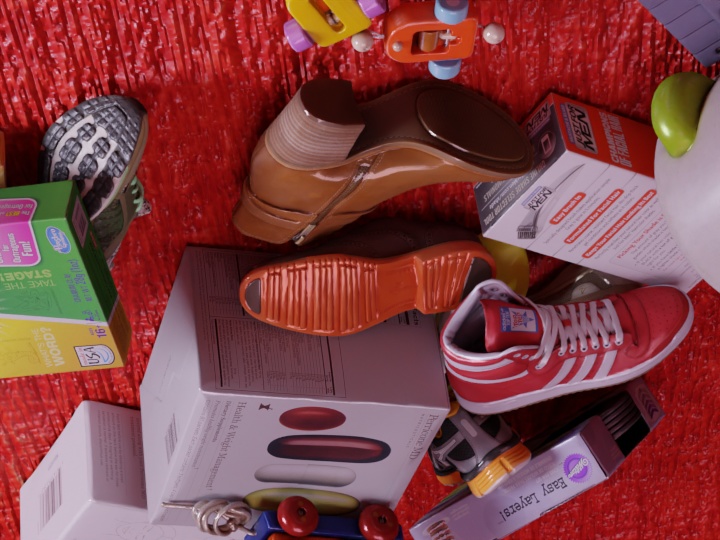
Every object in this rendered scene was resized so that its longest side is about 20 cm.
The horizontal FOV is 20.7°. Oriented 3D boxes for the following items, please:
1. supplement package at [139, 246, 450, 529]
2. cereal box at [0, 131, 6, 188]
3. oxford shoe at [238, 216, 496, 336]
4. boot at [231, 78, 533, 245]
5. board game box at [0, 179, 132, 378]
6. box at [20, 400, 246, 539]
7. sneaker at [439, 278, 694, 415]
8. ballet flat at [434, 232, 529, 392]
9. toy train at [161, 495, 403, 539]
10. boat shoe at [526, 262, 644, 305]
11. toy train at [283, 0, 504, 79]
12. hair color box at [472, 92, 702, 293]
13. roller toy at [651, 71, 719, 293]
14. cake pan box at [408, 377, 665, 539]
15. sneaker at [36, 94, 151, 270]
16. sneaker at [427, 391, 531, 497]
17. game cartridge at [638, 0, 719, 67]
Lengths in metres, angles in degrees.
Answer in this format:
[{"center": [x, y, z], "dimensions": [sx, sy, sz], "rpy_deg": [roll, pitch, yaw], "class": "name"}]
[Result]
[{"center": [-0.059, 0.101, 1.587], "dimensions": [0.200, 0.147, 0.191], "rpy_deg": [5, 140, -17], "class": "supplement package"}, {"center": [-0.332, -0.023, 1.459], "dimensions": [0.144, 0.040, 0.200], "rpy_deg": [-1, 142, -10], "class": "cereal box"}, {"center": [0.000, 0.000, 1.523], "dimensions": [0.200, 0.073, 0.071], "rpy_deg": [-5, 126, -16], "class": "oxford shoe"}, {"center": [0.013, -0.066, 1.455], "dimensions": [0.200, 0.077, 0.155], "rpy_deg": [2, 146, -26], "class": "boot"}, {"center": [-0.280, 0.013, 1.412], "dimensions": [0.200, 0.040, 0.153], "rpy_deg": [-6, 133, 10], "class": "board game box"}, {"center": [-0.179, 0.214, 1.735], "dimensions": [0.200, 0.106, 0.152], "rpy_deg": [15, 135, -28], "class": "box"}, {"center": [0.157, 0.044, 1.521], "dimensions": [0.200, 0.071, 0.112], "rpy_deg": [-21, 147, 5], "class": "sneaker"}, {"center": [0.081, 0.050, 1.608], "dimensions": [0.067, 0.067, 0.200], "rpy_deg": [30, 136, 1], "class": "ballet flat"}, {"center": [-0.060, 0.245, 1.556], "dimensions": [0.200, 0.116, 0.085], "rpy_deg": [8, 142, -22], "class": "toy train"}, {"center": [0.157, 0.057, 1.644], "dimensions": [0.071, 0.065, 0.200], "rpy_deg": [21, 132, -33], "class": "boat shoe"}, {"center": [0.020, -0.206, 1.298], "dimensions": [0.150, 0.056, 0.200], "rpy_deg": [-8, 145, -4], "class": "toy train"}, {"center": [0.200, -0.056, 1.515], "dimensions": [0.200, 0.064, 0.111], "rpy_deg": [15, 137, -30], "class": "hair color box"}, {"center": [0.319, -0.071, 1.407], "dimensions": [0.200, 0.183, 0.140], "rpy_deg": [-6, 163, -37], "class": "roller toy"}, {"center": [0.160, 0.175, 1.723], "dimensions": [0.200, 0.052, 0.184], "rpy_deg": [-33, 180, 29], "class": "cake pan box"}, {"center": [-0.189, -0.058, 1.444], "dimensions": [0.089, 0.077, 0.200], "rpy_deg": [-20, 153, -44], "class": "sneaker"}, {"center": [0.090, 0.137, 1.685], "dimensions": [0.078, 0.077, 0.200], "rpy_deg": [-40, -175, -9], "class": "sneaker"}, {"center": [0.286, -0.226, 1.346], "dimensions": [0.200, 0.038, 0.130], "rpy_deg": [-31, 141, 25], "class": "game cartridge"}]
